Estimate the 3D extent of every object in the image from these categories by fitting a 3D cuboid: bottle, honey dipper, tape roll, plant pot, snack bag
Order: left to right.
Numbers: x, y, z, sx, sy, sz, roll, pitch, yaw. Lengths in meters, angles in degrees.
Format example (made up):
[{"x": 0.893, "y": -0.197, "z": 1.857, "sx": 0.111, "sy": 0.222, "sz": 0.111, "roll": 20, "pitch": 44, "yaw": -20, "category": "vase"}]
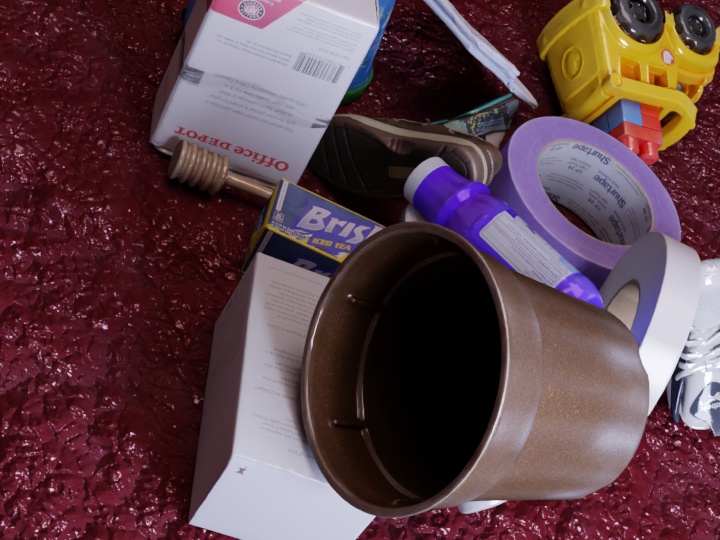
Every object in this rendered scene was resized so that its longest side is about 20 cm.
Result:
[{"x": -0.078, "y": -0.064, "z": 1.326, "sx": 0.198, "sy": 0.038, "sz": 0.038, "roll": 23, "pitch": 43, "yaw": -19, "category": "honey dipper"}, {"x": 0.106, "y": -0.258, "z": 1.533, "sx": 0.189, "sy": 0.021, "sz": 0.200, "roll": 53, "pitch": 12, "yaw": 29, "category": "snack bag"}, {"x": 0.092, "y": 0.083, "z": 1.060, "sx": 0.197, "sy": 0.200, "sz": 0.202, "roll": 14, "pitch": 44, "yaw": -43, "category": "plant pot"}, {"x": 0.117, "y": -0.017, "z": 1.235, "sx": 0.065, "sy": 0.084, "sz": 0.200, "roll": -43, "pitch": 63, "yaw": -3, "category": "bottle"}, {"x": 0.213, "y": -0.051, "z": 1.456, "sx": 0.198, "sy": 0.085, "sz": 0.202, "roll": 17, "pitch": 46, "yaw": -19, "category": "tape roll"}, {"x": 0.230, "y": 0.065, "z": 1.275, "sx": 0.037, "sy": 0.204, "sz": 0.204, "roll": 24, "pitch": 43, "yaw": -6, "category": "tape roll"}]

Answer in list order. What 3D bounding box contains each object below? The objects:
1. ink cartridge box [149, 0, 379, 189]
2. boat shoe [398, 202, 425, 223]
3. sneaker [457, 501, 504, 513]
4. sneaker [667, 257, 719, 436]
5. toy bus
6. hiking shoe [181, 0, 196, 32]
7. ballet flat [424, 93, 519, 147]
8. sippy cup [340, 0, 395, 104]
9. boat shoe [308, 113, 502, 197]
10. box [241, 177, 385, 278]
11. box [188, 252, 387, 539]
[{"x": -0.088, "y": -0.183, "z": 1.299, "sx": 0.144, "sy": 0.201, "sz": 0.085, "roll": 17, "pitch": 39, "yaw": -18, "category": "ink cartridge box"}, {"x": 0.120, "y": 0.005, "z": 1.360, "sx": 0.198, "sy": 0.066, "sz": 0.073, "roll": 25, "pitch": 60, "yaw": -2, "category": "boat shoe"}, {"x": 0.106, "y": 0.111, "z": 1.221, "sx": 0.119, "sy": 0.073, "sz": 0.201, "roll": 62, "pitch": 31, "yaw": -13, "category": "sneaker"}, {"x": 0.321, "y": 0.080, "z": 1.348, "sx": 0.078, "sy": 0.200, "sz": 0.131, "roll": -8, "pitch": 64, "yaw": -3, "category": "sneaker"}, {"x": 0.312, "y": -0.197, "z": 1.629, "sx": 0.198, "sy": 0.136, "sz": 0.194, "roll": 9, "pitch": 61, "yaw": -29, "category": "toy bus"}, {"x": -0.112, "y": -0.268, "z": 1.359, "sx": 0.074, "sy": 0.200, "sz": 0.087, "roll": 9, "pitch": 49, "yaw": -43, "category": "hiking shoe"}, {"x": 0.098, "y": -0.125, "z": 1.475, "sx": 0.199, "sy": 0.074, "sz": 0.074, "roll": -23, "pitch": 66, "yaw": -41, "category": "ballet flat"}, {"x": -0.028, "y": -0.258, "z": 1.457, "sx": 0.138, "sy": 0.131, "sz": 0.179, "roll": 19, "pitch": 44, "yaw": -16, "category": "sippy cup"}, {"x": 0.040, "y": -0.106, "z": 1.363, "sx": 0.200, "sy": 0.076, "sz": 0.075, "roll": 17, "pitch": 27, "yaw": 33, "category": "boat shoe"}, {"x": 0.000, "y": 0.000, "z": 1.291, "sx": 0.198, "sy": 0.065, "sz": 0.071, "roll": 24, "pitch": 43, "yaw": -10, "category": "box"}, {"x": -0.051, "y": 0.106, "z": 1.138, "sx": 0.123, "sy": 0.098, "sz": 0.202, "roll": 20, "pitch": 44, "yaw": -16, "category": "box"}]
